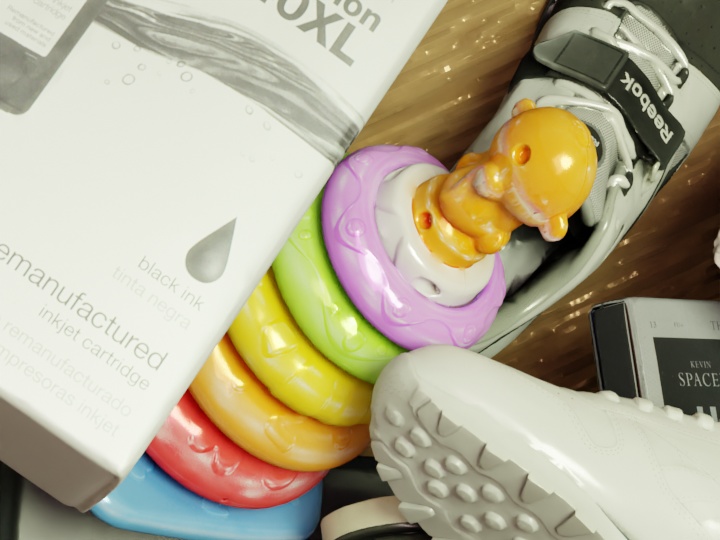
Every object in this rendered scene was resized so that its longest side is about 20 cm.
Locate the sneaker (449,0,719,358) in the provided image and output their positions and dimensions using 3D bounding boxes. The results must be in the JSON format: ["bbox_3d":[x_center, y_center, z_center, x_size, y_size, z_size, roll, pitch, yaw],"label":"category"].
[{"bbox_3d":[0.078,-0.043,0.993,0.074,0.089,0.200,37,80,-8],"label":"sneaker"}]

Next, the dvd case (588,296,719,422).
[{"bbox_3d":[0.146,0.110,0.971,0.150,0.025,0.200,3,75,-43],"label":"dvd case"}]

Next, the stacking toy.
[{"bbox_3d":[0.000,0.000,0.904,0.110,0.200,0.116,10,59,-44],"label":"stacking toy"}]

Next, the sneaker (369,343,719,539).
[{"bbox_3d":[0.093,0.075,0.886,0.200,0.076,0.081,34,65,-11],"label":"sneaker"}]

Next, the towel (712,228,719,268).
[{"bbox_3d":[0.218,0.003,0.991,0.191,0.032,0.200,45,40,-8],"label":"towel"}]

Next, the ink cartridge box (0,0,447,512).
[{"bbox_3d":[-0.077,-0.057,0.829,0.145,0.083,0.200,35,73,-5],"label":"ink cartridge box"}]

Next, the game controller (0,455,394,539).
[{"bbox_3d":[-0.050,0.112,0.988,0.200,0.042,0.105,4,73,-13],"label":"game controller"}]

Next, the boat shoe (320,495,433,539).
[{"bbox_3d":[0.074,0.119,0.969,0.201,0.074,0.063,11,62,-37],"label":"boat shoe"}]
